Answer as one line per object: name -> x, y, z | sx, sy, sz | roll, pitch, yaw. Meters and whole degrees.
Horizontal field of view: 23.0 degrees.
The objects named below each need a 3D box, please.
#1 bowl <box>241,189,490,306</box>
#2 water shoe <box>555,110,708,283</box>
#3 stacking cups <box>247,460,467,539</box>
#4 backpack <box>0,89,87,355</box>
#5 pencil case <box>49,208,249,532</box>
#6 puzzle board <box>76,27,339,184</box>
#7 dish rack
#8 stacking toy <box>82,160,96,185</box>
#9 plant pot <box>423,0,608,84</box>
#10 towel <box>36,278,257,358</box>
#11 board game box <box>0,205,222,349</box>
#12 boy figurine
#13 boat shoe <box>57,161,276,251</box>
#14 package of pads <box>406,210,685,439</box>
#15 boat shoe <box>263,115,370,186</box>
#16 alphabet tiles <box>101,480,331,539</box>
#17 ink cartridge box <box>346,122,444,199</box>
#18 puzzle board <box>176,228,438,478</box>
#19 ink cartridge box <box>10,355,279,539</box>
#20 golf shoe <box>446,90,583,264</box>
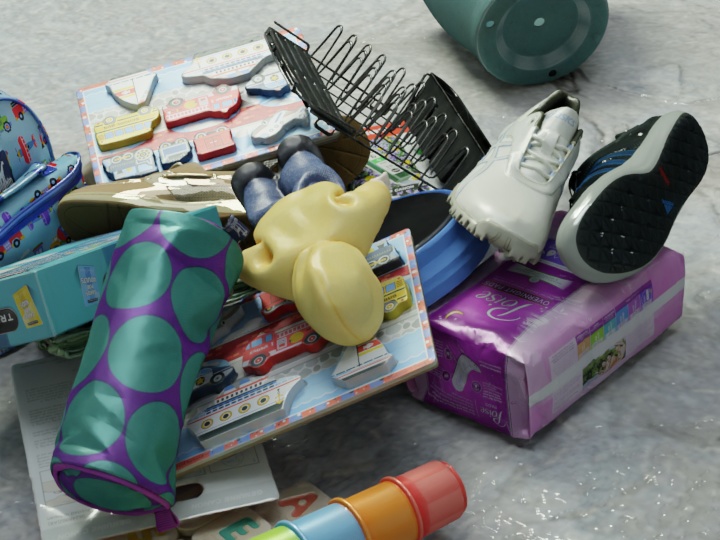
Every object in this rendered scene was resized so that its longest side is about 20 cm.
bowl -> 0.000, 0.000, 1.322 | 0.200, 0.040, 0.201 | -25, 16, 8
water shoe -> 0.186, -0.047, 1.292 | 0.079, 0.072, 0.200 | -13, 20, 44
stacking cups -> -0.026, 0.169, 1.077 | 0.199, 0.061, 0.060 | -22, 34, -32
backpack -> -0.305, -0.059, 1.390 | 0.134, 0.201, 0.182 | 15, 35, 31
pencil case -> -0.134, 0.058, 1.143 | 0.085, 0.092, 0.201 | -18, 48, 47
puzzle board -> -0.130, -0.133, 1.461 | 0.199, 0.017, 0.151 | -16, 45, -5
dish rack -> 0.015, -0.134, 1.406 | 0.199, 0.055, 0.154 | 29, 20, -34
stacking toy -> -0.163, -0.090, 1.551 | 0.085, 0.086, 0.200 | 10, 27, 25
plant pot -> 0.152, -0.288, 1.724 | 0.199, 0.201, 0.189 | -11, 46, -9
towel -> -0.165, 0.028, 1.304 | 0.152, 0.024, 0.200 | -19, 5, -14
board game box -> -0.211, 0.011, 1.262 | 0.150, 0.047, 0.200 | -13, 8, 35
boy figurine -> -0.027, -0.023, 1.204 | 0.124, 0.065, 0.200 | -32, 35, 0
boat shoe -> -0.135, -0.046, 1.375 | 0.198, 0.072, 0.065 | 4, 48, 7
package of pads -> 0.133, 0.034, 1.283 | 0.120, 0.076, 0.200 | 18, 38, 39
boat shoe -> -0.080, -0.055, 1.465 | 0.200, 0.071, 0.069 | -37, 17, -16
alphabet tiles -> -0.078, 0.197, 1.104 | 0.195, 0.015, 0.200 | -24, 35, -29
ink cartridge box -> 0.031, -0.093, 1.535 | 0.108, 0.051, 0.200 | -12, 32, -9
puzzle board -> -0.049, 0.052, 1.194 | 0.199, 0.017, 0.151 | -24, 34, 10
ink cartridge box -> -0.150, 0.122, 1.222 | 0.159, 0.048, 0.200 | -11, 37, -10
golf shoe -> 0.119, -0.076, 1.280 | 0.078, 0.098, 0.200 | 29, 25, -4
